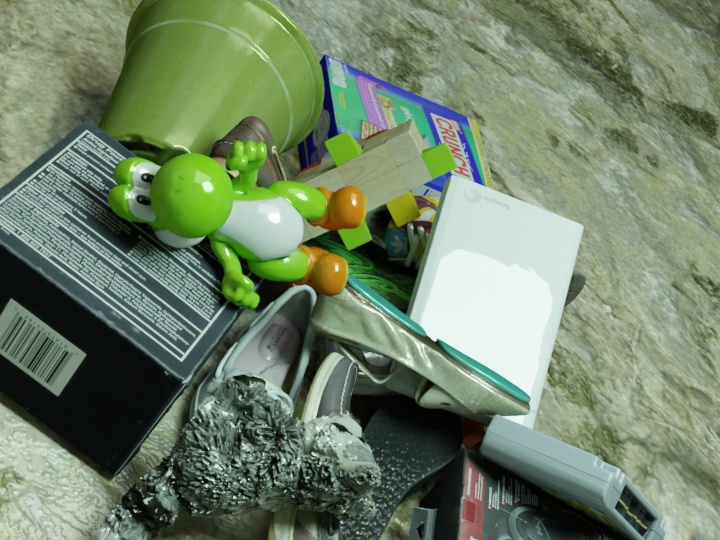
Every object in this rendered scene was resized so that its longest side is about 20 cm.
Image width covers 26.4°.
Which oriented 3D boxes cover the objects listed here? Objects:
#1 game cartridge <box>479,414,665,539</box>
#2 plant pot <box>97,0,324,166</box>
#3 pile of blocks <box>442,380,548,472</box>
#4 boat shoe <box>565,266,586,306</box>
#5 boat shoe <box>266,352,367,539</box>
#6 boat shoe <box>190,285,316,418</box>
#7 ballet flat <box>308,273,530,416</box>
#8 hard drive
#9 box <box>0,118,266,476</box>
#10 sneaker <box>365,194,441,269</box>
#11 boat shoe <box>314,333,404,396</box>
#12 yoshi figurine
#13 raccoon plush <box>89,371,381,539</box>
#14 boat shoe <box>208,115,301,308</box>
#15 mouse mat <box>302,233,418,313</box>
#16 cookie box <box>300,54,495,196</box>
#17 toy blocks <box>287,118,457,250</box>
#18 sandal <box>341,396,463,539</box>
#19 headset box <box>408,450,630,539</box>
[{"bbox_3d":[0.177,0.181,1.300,0.133,0.041,0.200,25,-10,31],"label":"game cartridge"},{"bbox_3d":[-0.155,-0.127,1.380,0.200,0.200,0.190,32,45,-8],"label":"plant pot"},{"bbox_3d":[0.114,0.118,1.412,0.082,0.062,0.200,41,32,7],"label":"pile of blocks"},{"bbox_3d":[0.154,0.000,1.593,0.200,0.076,0.072,7,40,-41],"label":"boat shoe"},{"bbox_3d":[-0.022,0.152,1.191,0.065,0.072,0.200,10,46,7],"label":"boat shoe"},{"bbox_3d":[-0.081,0.086,1.249,0.074,0.065,0.202,33,34,-4],"label":"boat shoe"},{"bbox_3d":[0.046,0.077,1.268,0.200,0.062,0.067,34,6,-2],"label":"ballet flat"},{"bbox_3d":[0.111,0.030,1.339,0.132,0.027,0.201,21,69,-9],"label":"hard drive"},{"bbox_3d":[-0.201,0.016,1.182,0.200,0.123,0.198,38,32,-2],"label":"box"},{"bbox_3d":[0.073,-0.019,1.446,0.090,0.075,0.200,-3,18,-28],"label":"sneaker"},{"bbox_3d":[0.059,0.073,1.358,0.201,0.065,0.074,1,12,-15],"label":"boat shoe"},{"bbox_3d":[-0.088,-0.040,1.158,0.200,0.112,0.113,14,45,-31],"label":"yoshi figurine"},{"bbox_3d":[-0.077,0.170,1.095,0.134,0.200,0.097,37,-13,16],"label":"raccoon plush"},{"bbox_3d":[-0.081,-0.045,1.317,0.070,0.200,0.070,16,55,20],"label":"boat shoe"},{"bbox_3d":[0.000,0.000,1.429,0.161,0.008,0.200,2,19,-42],"label":"mouse mat"},{"bbox_3d":[0.038,-0.123,1.635,0.200,0.075,0.171,21,34,-24],"label":"cookie box"},{"bbox_3d":[-0.006,-0.089,1.465,0.100,0.200,0.137,63,10,-11],"label":"toy blocks"},{"bbox_3d":[0.015,0.171,1.273,0.075,0.048,0.200,40,45,9],"label":"sandal"},{"bbox_3d":[0.128,0.250,1.242,0.200,0.077,0.149,28,32,-12],"label":"headset box"}]
